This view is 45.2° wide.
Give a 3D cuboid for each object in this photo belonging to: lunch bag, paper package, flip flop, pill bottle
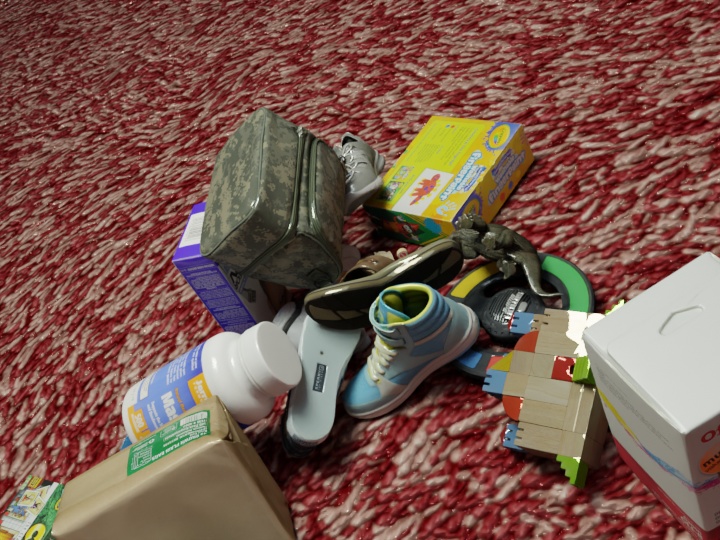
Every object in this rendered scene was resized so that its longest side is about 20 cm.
[{"bbox_3d":[-0.095,-0.084,1.103,0.139,0.167,0.201,-35,40,37],"label":"lunch bag"},{"bbox_3d":[-0.192,0.268,0.926,0.199,0.191,0.104,-29,24,-1],"label":"paper package"},{"bbox_3d":[0.026,0.009,1.035,0.199,0.081,0.058,-26,50,-2],"label":"flip flop"},{"bbox_3d":[-0.170,0.141,1.009,0.199,0.112,0.112,-31,36,22],"label":"pill bottle"}]

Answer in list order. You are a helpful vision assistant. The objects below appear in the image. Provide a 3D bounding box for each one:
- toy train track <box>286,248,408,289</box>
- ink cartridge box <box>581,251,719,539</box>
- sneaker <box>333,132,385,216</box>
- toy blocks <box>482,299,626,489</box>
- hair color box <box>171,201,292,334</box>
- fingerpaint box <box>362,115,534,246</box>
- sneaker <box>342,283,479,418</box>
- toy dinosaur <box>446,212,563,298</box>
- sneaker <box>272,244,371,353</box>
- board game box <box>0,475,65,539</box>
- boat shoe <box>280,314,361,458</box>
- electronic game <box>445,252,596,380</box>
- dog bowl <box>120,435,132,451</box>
[{"bbox_3d":[0.000,0.000,1.144,0.199,0.033,0.115,-4,38,-11],"label":"toy train track"},{"bbox_3d":[0.314,0.119,0.781,0.145,0.200,0.145,-32,39,-4],"label":"ink cartridge box"},{"bbox_3d":[-0.017,-0.143,1.262,0.075,0.082,0.200,-41,15,18],"label":"sneaker"},{"bbox_3d":[0.198,0.120,0.926,0.136,0.100,0.201,4,71,39],"label":"toy blocks"},{"bbox_3d":[-0.170,0.012,1.188,0.064,0.200,0.110,-9,44,21],"label":"hair color box"},{"bbox_3d":[0.129,-0.128,1.260,0.166,0.073,0.200,13,57,41],"label":"fingerpaint box"},{"bbox_3d":[0.030,0.087,1.018,0.200,0.130,0.080,-41,44,12],"label":"sneaker"},{"bbox_3d":[0.173,-0.029,1.067,0.199,0.077,0.102,20,19,34],"label":"toy dinosaur"},{"bbox_3d":[-0.027,0.048,1.170,0.114,0.075,0.200,15,49,29],"label":"sneaker"},{"bbox_3d":[-0.452,0.364,1.122,0.104,0.024,0.200,4,50,31],"label":"board game box"},{"bbox_3d":[-0.056,0.127,1.060,0.071,0.091,0.201,20,59,-7],"label":"boat shoe"},{"bbox_3d":[0.186,0.053,1.056,0.199,0.042,0.201,-17,40,15],"label":"electronic game"},{"bbox_3d":[-0.226,0.203,1.137,0.111,0.050,0.200,13,54,40],"label":"dog bowl"}]
